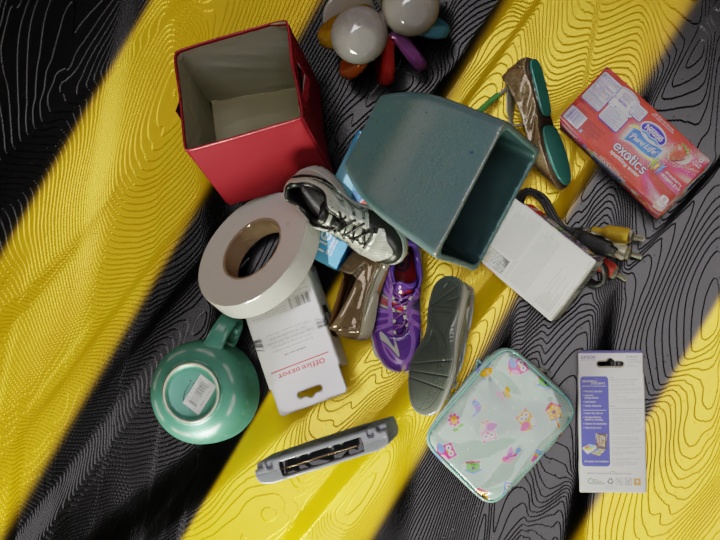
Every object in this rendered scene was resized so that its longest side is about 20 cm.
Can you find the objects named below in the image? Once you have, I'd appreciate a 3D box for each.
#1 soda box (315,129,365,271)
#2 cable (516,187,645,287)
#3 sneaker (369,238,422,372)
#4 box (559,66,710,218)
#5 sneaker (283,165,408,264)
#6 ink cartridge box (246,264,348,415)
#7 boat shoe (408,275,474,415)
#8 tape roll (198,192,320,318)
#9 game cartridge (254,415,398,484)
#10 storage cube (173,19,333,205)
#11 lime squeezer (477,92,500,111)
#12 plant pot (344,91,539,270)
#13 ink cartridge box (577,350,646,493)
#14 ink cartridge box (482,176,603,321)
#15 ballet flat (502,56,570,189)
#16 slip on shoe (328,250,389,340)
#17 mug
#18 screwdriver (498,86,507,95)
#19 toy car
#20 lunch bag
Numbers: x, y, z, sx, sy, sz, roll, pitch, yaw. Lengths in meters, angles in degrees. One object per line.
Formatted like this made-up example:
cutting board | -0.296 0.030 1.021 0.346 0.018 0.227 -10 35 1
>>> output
soda box | -0.014 -0.102 1.705 0.067 0.064 0.201 27 91 11
cable | 0.311 -0.047 1.668 0.199 0.050 0.098 29 108 23
sneaker | 0.055 0.048 1.666 0.080 0.083 0.202 0 86 -4
box | 0.387 -0.180 1.625 0.200 0.095 0.100 44 94 10
sneaker | -0.027 -0.067 1.606 0.199 0.088 0.076 36 118 14
ink cartridge box | -0.095 0.103 1.701 0.115 0.067 0.202 -20 82 9
boat shoe | 0.123 0.112 1.656 0.074 0.065 0.204 4 78 38
tape roll | -0.150 -0.024 1.678 0.201 0.037 0.204 -22 45 24
game cartridge | -0.044 0.258 1.647 0.198 0.133 0.042 -19 82 9
storage cube | -0.153 -0.225 1.660 0.198 0.180 0.173 -15 65 9
lime squeezer | 0.150 -0.173 1.680 0.070 0.038 0.202 15 92 -6
plant pot | 0.098 -0.141 1.576 0.199 0.195 0.198 31 97 22
ink cartridge box | 0.358 0.215 1.631 0.094 0.037 0.202 -1 88 11
ink cartridge box | 0.238 -0.033 1.649 0.200 0.050 0.109 41 108 19
ballet flat | 0.254 -0.209 1.675 0.065 0.070 0.202 -17 82 34
slip on shoe | 0.000 0.000 1.674 0.060 0.076 0.202 13 91 -21
mug | -0.238 0.165 1.697 0.151 0.114 0.187 -14 84 9
screwdriver | 0.165 -0.230 1.702 0.200 0.029 0.028 -39 81 6
toy car | 0.044 -0.352 1.682 0.199 0.175 0.151 -27 116 6
lunch bag | 0.199 0.214 1.637 0.160 0.077 0.200 42 93 12
